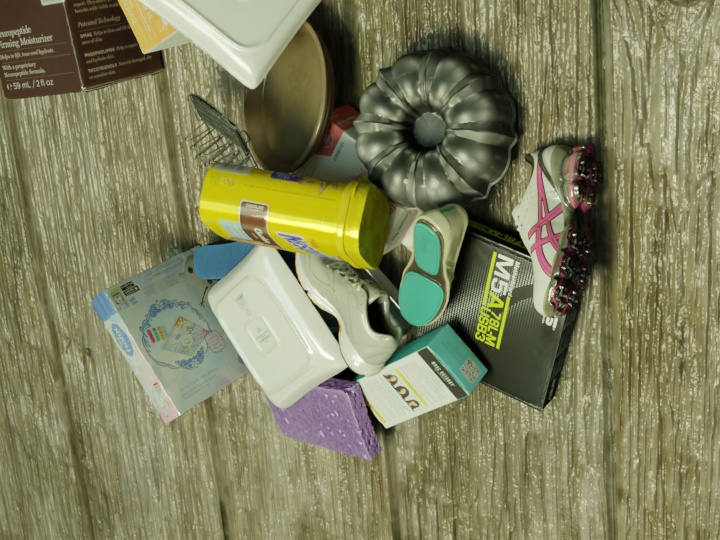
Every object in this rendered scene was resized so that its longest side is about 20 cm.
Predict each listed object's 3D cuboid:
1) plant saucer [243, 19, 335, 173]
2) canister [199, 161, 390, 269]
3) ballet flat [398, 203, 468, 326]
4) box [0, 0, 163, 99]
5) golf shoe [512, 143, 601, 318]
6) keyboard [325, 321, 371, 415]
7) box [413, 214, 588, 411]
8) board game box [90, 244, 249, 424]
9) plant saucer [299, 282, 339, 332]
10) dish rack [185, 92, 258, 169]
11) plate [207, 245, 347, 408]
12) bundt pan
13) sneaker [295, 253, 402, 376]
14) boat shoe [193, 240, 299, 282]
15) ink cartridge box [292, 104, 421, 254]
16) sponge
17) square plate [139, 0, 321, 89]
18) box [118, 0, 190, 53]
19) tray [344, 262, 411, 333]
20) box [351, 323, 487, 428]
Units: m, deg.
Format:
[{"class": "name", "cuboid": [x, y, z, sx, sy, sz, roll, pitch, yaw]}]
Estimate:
[{"class": "plant saucer", "cuboid": [-0.089, -0.221, 1.465, 0.199, 0.029, 0.202, -2, 88, 55]}, {"class": "canister", "cuboid": [-0.077, -0.067, 1.377, 0.198, 0.149, 0.087, 11, 81, 14]}, {"class": "ballet flat", "cuboid": [0.091, -0.008, 1.381, 0.069, 0.069, 0.201, 36, 148, 17]}, {"class": "box", "cuboid": [-0.399, -0.352, 1.585, 0.165, 0.164, 0.202, 0, 108, 34]}, {"class": "golf shoe", "cuboid": [0.217, -0.044, 1.317, 0.092, 0.072, 0.202, 2, 77, 37]}, {"class": "keyboard", "cuboid": [-0.026, 0.151, 1.610, 0.104, 0.040, 0.201, 29, 121, 21]}, {"class": "box", "cuboid": [0.168, 0.048, 1.428, 0.192, 0.047, 0.201, 27, 125, 26]}, {"class": "board game box", "cuboid": [-0.251, 0.086, 1.634, 0.043, 0.200, 0.200, -35, 87, 40]}, {"class": "plant saucer", "cuboid": [-0.099, 0.048, 1.620, 0.199, 0.019, 0.071, 1, 92, 36]}, {"class": "dish rack", "cuboid": [-0.173, -0.135, 1.519, 0.153, 0.054, 0.201, 35, 157, 46]}, {"class": "plate", "cuboid": [-0.123, 0.081, 1.552, 0.201, 0.032, 0.199, 57, 142, 4]}, {"class": "bundt pan", "cuboid": [0.079, -0.166, 1.346, 0.200, 0.076, 0.204, 0, 90, 19]}, {"class": "sneaker", "cuboid": [-0.007, 0.028, 1.468, 0.092, 0.075, 0.201, -45, 70, 43]}, {"class": "boat shoe", "cuboid": [-0.145, -0.021, 1.608, 0.199, 0.068, 0.085, 11, 104, 35]}, {"class": "ink cartridge box", "cuboid": [0.017, -0.102, 1.461, 0.200, 0.067, 0.117, 39, 125, 15]}, {"class": "sponge", "cuboid": [-0.059, 0.196, 1.613, 0.199, 0.030, 0.112, 5, 123, 48]}, {"class": "square plate", "cuboid": [-0.146, -0.356, 1.383, 0.198, 0.201, 0.028, 37, 172, -9]}, {"class": "box", "cuboid": [-0.217, -0.384, 1.491, 0.199, 0.097, 0.125, -24, 94, 38]}, {"class": "tray", "cuboid": [0.000, 0.000, 1.519, 0.200, 0.022, 0.107, 49, 162, 8]}, {"class": "box", "cuboid": [0.071, 0.139, 1.491, 0.082, 0.049, 0.200, 49, 144, -7]}]
